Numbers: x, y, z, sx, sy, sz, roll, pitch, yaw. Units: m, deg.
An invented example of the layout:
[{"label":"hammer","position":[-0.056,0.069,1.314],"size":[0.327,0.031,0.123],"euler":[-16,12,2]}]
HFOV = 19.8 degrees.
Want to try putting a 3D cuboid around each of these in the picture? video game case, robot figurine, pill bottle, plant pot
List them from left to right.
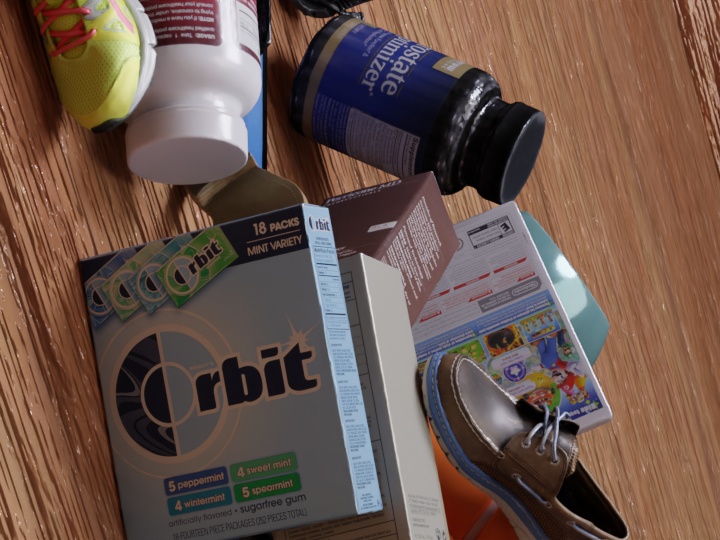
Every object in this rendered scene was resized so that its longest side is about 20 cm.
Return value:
[{"label":"pill bottle","position":[-0.128,-0.169,1.458],"size":[0.113,0.112,0.201],"euler":[34,47,-60]},{"label":"pill bottle","position":[0.049,-0.131,1.736],"size":[0.112,0.199,0.112],"euler":[-54,159,-33]},{"label":"robot figurine","position":[0.067,0.164,1.533],"size":[0.200,0.117,0.144],"euler":[37,-12,12]},{"label":"video game case","position":[0.099,0.058,1.668],"size":[0.018,0.142,0.201],"euler":[80,-13,-70]},{"label":"plant pot","position":[0.116,0.045,1.779],"size":[0.201,0.161,0.201],"euler":[54,0,0]}]

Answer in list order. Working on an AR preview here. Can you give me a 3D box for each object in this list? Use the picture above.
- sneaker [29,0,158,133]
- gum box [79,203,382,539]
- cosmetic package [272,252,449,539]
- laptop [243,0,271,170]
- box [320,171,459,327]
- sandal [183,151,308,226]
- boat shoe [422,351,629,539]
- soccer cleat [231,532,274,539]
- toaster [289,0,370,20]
[{"label":"sneaker","position":[-0.197,-0.187,1.365],"size":[0.090,0.078,0.201],"euler":[13,60,-58]},{"label":"gum box","position":[-0.086,0.073,1.343],"size":[0.044,0.169,0.202],"euler":[7,72,-67]},{"label":"cosmetic package","position":[-0.013,0.101,1.383],"size":[0.073,0.103,0.201],"euler":[23,55,-63]},{"label":"laptop","position":[-0.075,-0.184,1.608],"size":[0.103,0.200,0.178],"euler":[14,57,-25]},{"label":"box","position":[0.000,0.000,1.564],"size":[0.200,0.100,0.075],"euler":[-54,127,-63]},{"label":"sandal","position":[-0.070,-0.025,1.477],"size":[0.070,0.077,0.212],"euler":[58,-3,-30]},{"label":"boat shoe","position":[0.118,0.125,1.425],"size":[0.200,0.072,0.072],"euler":[50,37,-27]},{"label":"soccer cleat","position":[-0.077,0.214,1.453],"size":[0.065,0.084,0.200],"euler":[41,-2,15]},{"label":"toaster","position":[-0.033,-0.314,1.785],"size":[0.200,0.113,0.130],"euler":[47,34,-50]}]
